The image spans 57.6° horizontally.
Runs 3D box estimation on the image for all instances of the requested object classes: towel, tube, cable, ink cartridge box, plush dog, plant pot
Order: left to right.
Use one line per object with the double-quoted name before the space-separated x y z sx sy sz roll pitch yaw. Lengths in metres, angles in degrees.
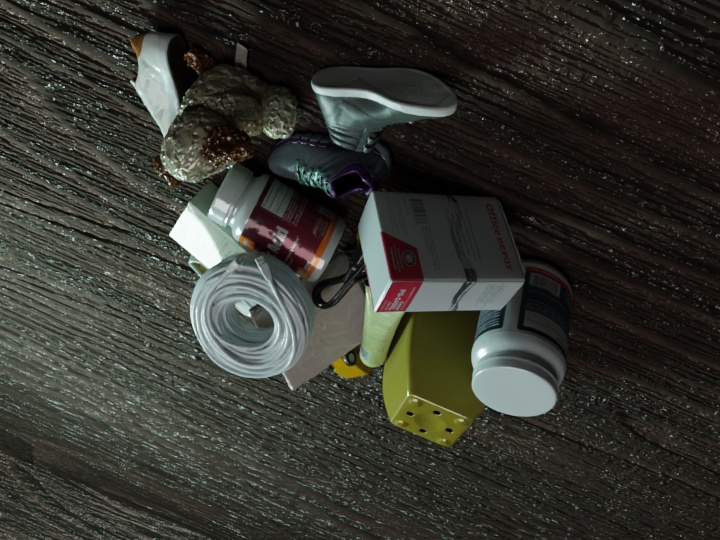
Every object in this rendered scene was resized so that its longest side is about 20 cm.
"plush dog" -0.203 -0.193 0.885 0.197 0.174 0.161 -16 130 38
"cable" -0.170 0.071 1.027 0.197 0.070 0.202 -27 110 24
"towel" -0.077 0.089 1.151 0.032 0.198 0.194 41 161 53
"cable" 0.000 0.000 1.055 0.097 0.050 0.201 45 123 15
"tube" 0.033 0.099 1.127 0.056 0.053 0.202 -8 146 -11
"ink cartridge box" 0.108 -0.025 0.903 0.195 0.148 0.084 1 146 -18
"plant pot" 0.140 0.177 1.129 0.191 0.203 0.196 21 141 -2

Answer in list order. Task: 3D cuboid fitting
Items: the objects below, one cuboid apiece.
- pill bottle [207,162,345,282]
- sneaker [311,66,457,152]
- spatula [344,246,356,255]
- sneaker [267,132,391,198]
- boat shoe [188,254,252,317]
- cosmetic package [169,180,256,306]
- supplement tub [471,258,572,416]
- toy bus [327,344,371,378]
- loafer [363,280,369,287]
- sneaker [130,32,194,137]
"pill bottle" -0.132 -0.077 1.033 0.197 0.116 0.114 29 141 -9
"sneaker" 0.034 -0.203 0.854 0.195 0.072 0.100 13 143 21
"spatula" 0.060 -0.033 1.066 0.195 0.021 0.056 1 161 30
"sneaker" -0.056 -0.145 0.942 0.195 0.089 0.075 2 138 23
"boat shoe" -0.259 0.038 1.246 0.073 0.087 0.204 -5 134 29
"cosmetic package" -0.215 -0.041 1.118 0.199 0.074 0.103 42 133 -8
"supplement tub" 0.243 0.098 0.990 0.137 0.203 0.142 13 141 11
"toy bus" -0.055 0.129 1.261 0.064 0.079 0.201 -15 128 38
"loafer" 0.083 0.021 1.056 0.196 0.078 0.068 -8 167 38
"sneaker" -0.282 -0.247 0.953 0.083 0.073 0.204 13 129 16
